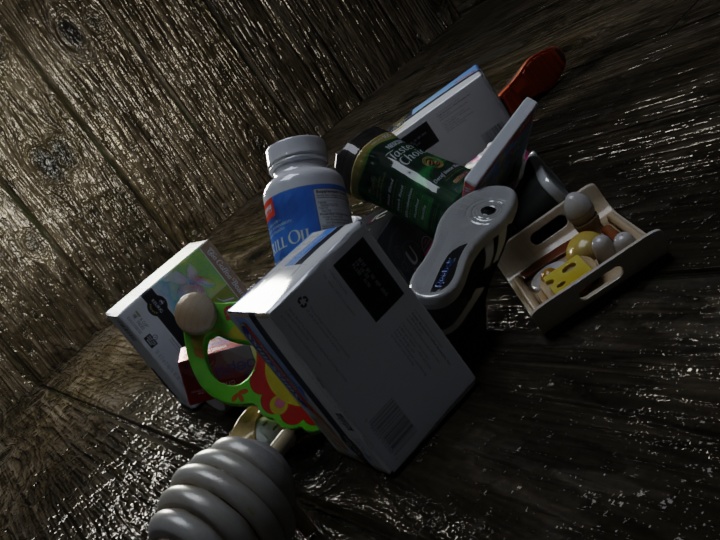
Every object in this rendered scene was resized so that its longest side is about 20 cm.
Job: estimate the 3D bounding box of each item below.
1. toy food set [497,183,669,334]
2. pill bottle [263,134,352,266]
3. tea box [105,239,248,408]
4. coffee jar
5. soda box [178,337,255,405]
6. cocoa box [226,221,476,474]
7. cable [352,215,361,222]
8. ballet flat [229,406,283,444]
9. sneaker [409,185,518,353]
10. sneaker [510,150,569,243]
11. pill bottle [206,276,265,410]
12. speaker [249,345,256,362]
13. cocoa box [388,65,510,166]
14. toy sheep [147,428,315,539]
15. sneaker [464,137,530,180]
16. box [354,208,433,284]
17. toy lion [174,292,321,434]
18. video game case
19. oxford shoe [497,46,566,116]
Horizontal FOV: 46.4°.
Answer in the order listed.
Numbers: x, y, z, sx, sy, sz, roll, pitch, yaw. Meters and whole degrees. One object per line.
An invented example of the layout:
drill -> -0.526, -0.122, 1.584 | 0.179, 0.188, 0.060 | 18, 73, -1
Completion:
toy food set -> 0.215, -0.023, 0.866 | 0.143, 0.061, 0.200 | -35, 15, 9
pill bottle -> -0.066, -0.065, 1.088 | 0.110, 0.203, 0.112 | -12, -13, -3
tea box -> -0.283, 0.087, 1.413 | 0.197, 0.201, 0.133 | -43, 16, -20
coffee jar -> 0.064, -0.118, 1.120 | 0.198, 0.086, 0.104 | 28, 43, 24
soda box -> -0.143, 0.117, 1.135 | 0.197, 0.064, 0.070 | -15, 14, -6
cocoa box -> -0.011, 0.074, 0.829 | 0.133, 0.201, 0.131 | -43, 16, -21
cable -> -0.063, -0.015, 1.463 | 0.198, 0.070, 0.201 | -28, 18, 33
ballet flat -> -0.099, 0.174, 0.994 | 0.062, 0.069, 0.201 | -23, 21, 29
sneaker -> 0.117, 0.005, 0.906 | 0.072, 0.113, 0.200 | 11, 45, 33
sneaker -> 0.208, -0.087, 1.059 | 0.099, 0.071, 0.200 | -45, 4, 18
pill bottle -> -0.164, 0.108, 1.250 | 0.200, 0.112, 0.110 | -46, 18, -29
speaker -> -0.035, 0.066, 1.039 | 0.197, 0.082, 0.081 | -16, 19, 11
cocoa box -> 0.159, -0.240, 1.464 | 0.199, 0.134, 0.132 | -33, 15, 15
toy sheep -> -0.116, 0.223, 0.763 | 0.137, 0.139, 0.201 | -23, 20, 42
sneaker -> 0.198, -0.141, 1.217 | 0.088, 0.081, 0.200 | -44, 0, -3
box -> 0.000, 0.000, 1.202 | 0.198, 0.107, 0.123 | -24, 21, 38
toy lion -> -0.093, 0.097, 0.960 | 0.197, 0.195, 0.069 | -18, -14, -3
video game case -> 0.164, -0.101, 1.044 | 0.144, 0.017, 0.201 | -52, -19, -22
oxford shoe -> 0.313, -0.357, 1.614 | 0.199, 0.071, 0.072 | -41, 11, -13
